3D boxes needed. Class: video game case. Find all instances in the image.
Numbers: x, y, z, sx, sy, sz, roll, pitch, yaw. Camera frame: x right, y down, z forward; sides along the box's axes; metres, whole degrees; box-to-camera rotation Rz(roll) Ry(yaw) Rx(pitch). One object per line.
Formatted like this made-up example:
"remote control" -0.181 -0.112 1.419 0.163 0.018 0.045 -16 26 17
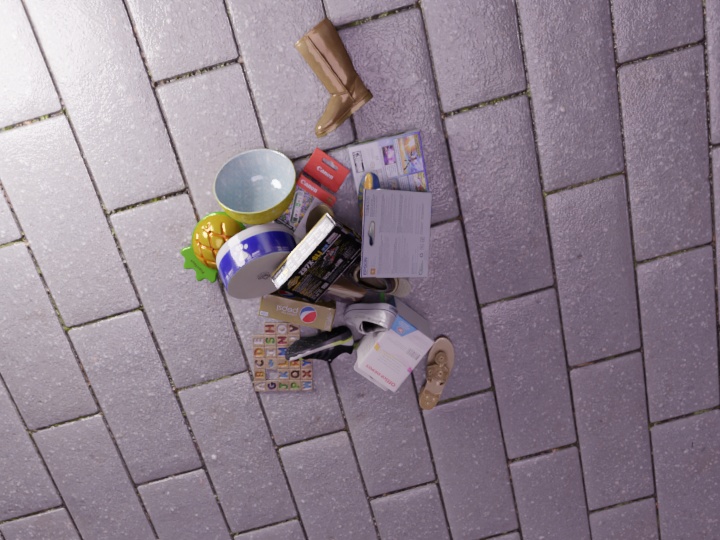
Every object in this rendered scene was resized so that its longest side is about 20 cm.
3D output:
"video game case" 0.073 -0.223 1.512 0.175 0.046 0.206 -11 110 3

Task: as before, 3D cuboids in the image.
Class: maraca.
"maraca" -0.358 -0.056 1.516 0.137 0.107 0.199 44 111 -9

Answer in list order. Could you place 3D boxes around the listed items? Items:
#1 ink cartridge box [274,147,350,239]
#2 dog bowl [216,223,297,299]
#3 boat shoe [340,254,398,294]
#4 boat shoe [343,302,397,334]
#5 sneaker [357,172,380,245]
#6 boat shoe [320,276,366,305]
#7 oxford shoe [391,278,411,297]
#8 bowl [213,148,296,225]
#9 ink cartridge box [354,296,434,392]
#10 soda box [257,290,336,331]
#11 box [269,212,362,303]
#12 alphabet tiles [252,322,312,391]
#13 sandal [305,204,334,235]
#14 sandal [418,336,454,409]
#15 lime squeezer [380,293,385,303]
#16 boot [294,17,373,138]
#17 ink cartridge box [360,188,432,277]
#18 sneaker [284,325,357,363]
"ink cartridge box" -0.118 -0.182 1.513 0.107 0.051 0.203 30 106 -14
"dog bowl" -0.240 -0.019 1.473 0.196 0.200 0.080 -30 67 7
"boat shoe" 0.000 0.000 1.511 0.195 0.064 0.076 20 98 21
"boat shoe" 0.014 0.126 1.560 0.073 0.198 0.067 33 65 -24
"sneaker" 0.045 -0.137 1.491 0.085 0.075 0.207 -10 112 -17
"boat shoe" -0.082 0.047 1.585 0.193 0.073 0.066 12 120 -10
"oxford shoe" 0.040 0.009 1.587 0.195 0.058 0.077 23 111 -5
"bowl" -0.238 -0.175 1.459 0.193 0.205 0.109 -8 143 0
"ink cartridge box" 0.080 0.200 1.619 0.127 0.126 0.202 35 105 -14
"soda box" -0.162 0.095 1.599 0.193 0.068 0.066 14 108 -8
"box" -0.095 -0.023 1.444 0.200 0.050 0.159 -47 148 10
"alphabet tiles" -0.210 0.236 1.678 0.161 0.008 0.207 0 110 -3
"sandal" -0.090 -0.086 1.509 0.076 0.070 0.216 28 131 16
"sandal" 0.212 0.294 1.681 0.075 0.070 0.218 12 108 -8
"lime squeezer" 0.082 0.025 1.540 0.069 0.038 0.203 29 108 -6
"boot" -0.086 -0.437 1.422 0.174 0.066 0.202 -39 108 -3
"ink cartridge box" 0.078 -0.086 1.451 0.194 0.043 0.204 0 96 -30
"sneaker" -0.102 0.218 1.639 0.194 0.072 0.085 -17 112 -1
